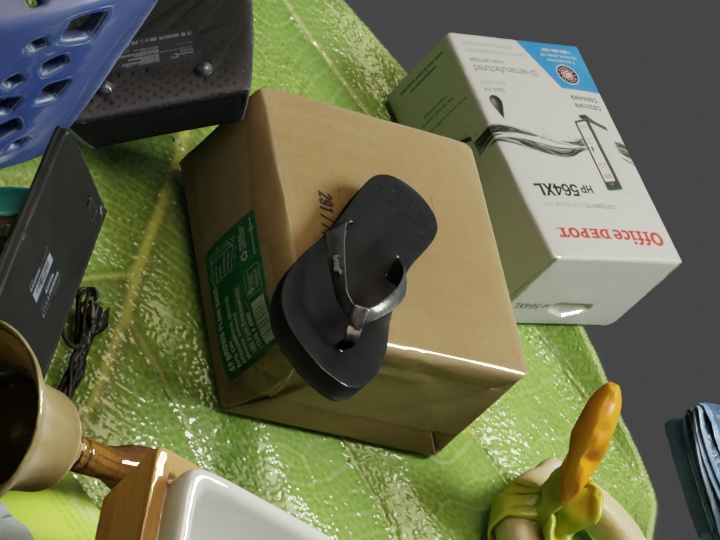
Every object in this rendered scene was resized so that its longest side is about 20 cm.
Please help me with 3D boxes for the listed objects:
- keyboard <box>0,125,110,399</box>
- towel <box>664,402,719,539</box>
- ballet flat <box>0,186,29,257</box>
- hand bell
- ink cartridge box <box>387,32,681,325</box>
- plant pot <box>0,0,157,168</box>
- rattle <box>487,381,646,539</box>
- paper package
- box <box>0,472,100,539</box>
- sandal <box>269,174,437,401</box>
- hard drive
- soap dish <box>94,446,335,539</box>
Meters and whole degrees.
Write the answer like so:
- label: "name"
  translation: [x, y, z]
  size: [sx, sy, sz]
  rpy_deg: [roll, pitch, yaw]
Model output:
- label: "keyboard"
  translation: [-0.183, 0.022, 1.388]
  size: [0.200, 0.021, 0.127]
  rpy_deg: [-74, 154, -44]
- label: "towel"
  translation: [0.291, 0.189, 1.718]
  size: [0.111, 0.049, 0.201]
  rpy_deg: [12, 49, -38]
- label: "ballet flat"
  translation: [-0.231, -0.007, 1.376]
  size: [0.074, 0.074, 0.200]
  rpy_deg: [49, 16, 4]
- label: "hand bell"
  translation: [-0.149, 0.098, 1.292]
  size: [0.200, 0.104, 0.104]
  rpy_deg: [25, 39, -54]
- label: "ink cartridge box"
  translation: [0.128, -0.066, 1.763]
  size: [0.146, 0.084, 0.201]
  rpy_deg: [1, 55, -43]
- label: "plant pot"
  translation: [-0.261, -0.167, 1.399]
  size: [0.180, 0.200, 0.200]
  rpy_deg: [-30, 79, -45]
- label: "rattle"
  translation: [0.191, 0.186, 1.558]
  size: [0.200, 0.143, 0.130]
  rpy_deg: [49, 19, 13]
- label: "paper package"
  translation: [-0.007, 0.000, 1.561]
  size: [0.190, 0.103, 0.201]
  rpy_deg: [14, 49, -33]
- label: "box"
  translation: [-0.197, 0.187, 1.257]
  size: [0.122, 0.048, 0.200]
  rpy_deg: [52, 37, 8]
- label: "sandal"
  translation: [0.000, -0.001, 1.449]
  size: [0.076, 0.043, 0.200]
  rpy_deg: [36, 39, -11]
- label: "hard drive"
  translation: [-0.135, -0.163, 1.576]
  size: [0.134, 0.042, 0.200]
  rpy_deg: [-11, 47, 2]
- label: "soap dish"
  translation: [-0.068, 0.204, 1.277]
  size: [0.200, 0.081, 0.158]
  rpy_deg: [35, 54, -43]
